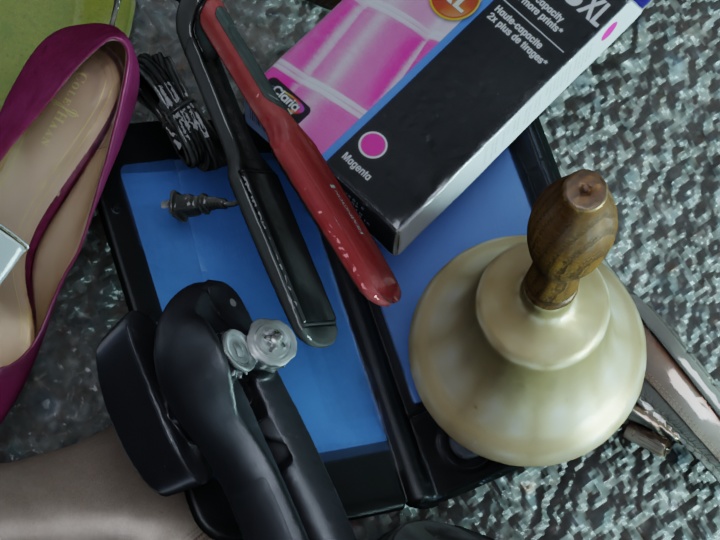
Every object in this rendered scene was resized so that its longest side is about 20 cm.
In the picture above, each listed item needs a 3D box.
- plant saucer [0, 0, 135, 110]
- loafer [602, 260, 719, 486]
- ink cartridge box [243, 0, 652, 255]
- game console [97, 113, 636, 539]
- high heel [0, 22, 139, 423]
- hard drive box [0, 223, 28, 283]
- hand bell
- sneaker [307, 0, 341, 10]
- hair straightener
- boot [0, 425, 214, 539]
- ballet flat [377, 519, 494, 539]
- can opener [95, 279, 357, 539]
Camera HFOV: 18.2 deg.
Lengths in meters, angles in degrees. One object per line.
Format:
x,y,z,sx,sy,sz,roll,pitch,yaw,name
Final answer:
-0.192,-0.154,1.025,0.199,0.031,0.201,18,60,-36,plant saucer
0.107,0.032,1.041,0.063,0.072,0.200,-40,77,2,loafer
0.049,-0.107,1.004,0.095,0.037,0.200,42,72,13,ink cartridge box
0.000,0.000,0.991,0.175,0.116,0.201,-26,72,21,game console
-0.148,-0.010,0.944,0.067,0.096,0.201,18,80,-18,high heel
-0.245,0.033,0.907,0.077,0.156,0.200,38,85,-32,hard drive box
0.074,0.002,0.878,0.104,0.200,0.105,0,71,-1,hand bell
-0.055,-0.208,1.073,0.200,0.073,0.085,40,72,2,sneaker
-0.064,-0.052,0.959,0.077,0.041,0.200,-35,82,21,hair straightener
-0.111,0.098,1.003,0.200,0.070,0.146,44,70,4,boot
0.090,0.169,1.018,0.199,0.057,0.067,27,52,-5,ballet flat
-0.035,0.094,0.926,0.063,0.079,0.201,-17,71,-49,can opener
